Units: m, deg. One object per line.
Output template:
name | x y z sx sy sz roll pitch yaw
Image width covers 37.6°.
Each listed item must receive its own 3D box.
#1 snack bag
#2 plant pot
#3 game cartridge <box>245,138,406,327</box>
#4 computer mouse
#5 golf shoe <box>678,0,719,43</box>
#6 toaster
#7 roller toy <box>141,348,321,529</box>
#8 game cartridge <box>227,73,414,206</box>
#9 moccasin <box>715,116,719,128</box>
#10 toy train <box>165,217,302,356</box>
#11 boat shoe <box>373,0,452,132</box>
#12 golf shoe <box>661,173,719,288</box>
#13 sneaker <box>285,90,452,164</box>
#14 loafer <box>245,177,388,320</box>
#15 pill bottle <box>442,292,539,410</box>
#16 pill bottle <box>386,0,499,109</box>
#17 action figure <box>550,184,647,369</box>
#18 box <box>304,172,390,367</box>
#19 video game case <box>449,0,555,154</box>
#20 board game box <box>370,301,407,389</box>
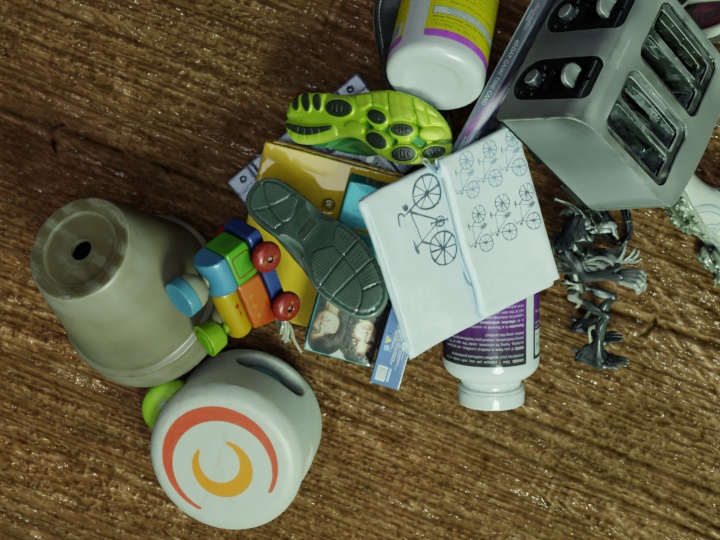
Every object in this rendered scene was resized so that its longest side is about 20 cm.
snack bag | 0.103 -0.030 1.093 0.199 0.021 0.190 -25 111 -19
plant pot | -0.265 0.007 1.160 0.198 0.174 0.202 -6 66 15
game cartridge | -0.048 -0.033 1.218 0.175 0.032 0.202 15 107 -3
computer mouse | 0.248 -0.111 1.205 0.058 0.034 0.200 -38 98 8
golf shoe | 0.321 -0.264 1.145 0.198 0.088 0.078 -18 91 7
toaster | 0.257 -0.167 1.057 0.200 0.118 0.182 39 72 -30
roller toy | -0.140 0.195 1.240 0.181 0.140 0.202 -15 105 16
game cartridge | -0.040 -0.116 1.231 0.200 0.038 0.130 -38 91 10
moccasin | 0.351 -0.184 1.171 0.200 0.074 0.078 -27 105 18
toy train | -0.130 0.054 1.157 0.116 0.084 0.201 -38 131 -24
boat shoe | 0.060 -0.220 1.176 0.071 0.065 0.202 -12 89 3
golf shoe | 0.400 -0.068 1.181 0.097 0.078 0.200 -40 112 3
sneaker | 0.015 -0.157 1.138 0.199 0.083 0.075 15 100 30
loafer | -0.040 -0.022 1.134 0.072 0.063 0.200 -44 72 -4
pill bottle | 0.148 0.051 1.204 0.111 0.112 0.202 0 100 5
pill bottle | 0.094 -0.278 1.117 0.103 0.104 0.201 12 64 2
action figure | 0.267 0.002 1.179 0.101 0.119 0.201 -5 116 17
box | 0.000 0.000 1.184 0.082 0.049 0.202 15 106 -3
video game case | 0.166 -0.205 1.143 0.019 0.143 0.201 32 102 15
board game box | 0.057 0.019 1.195 0.034 0.135 0.202 16 102 1
